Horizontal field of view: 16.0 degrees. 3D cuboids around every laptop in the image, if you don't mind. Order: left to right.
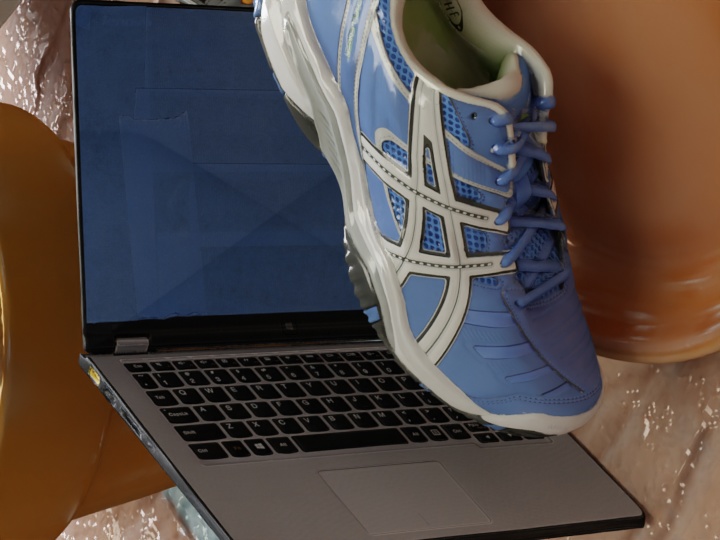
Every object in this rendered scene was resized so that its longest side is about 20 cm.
[{"bbox_3d":[0.000,0.000,0.957,0.200,0.186,0.117,46,127,42],"label":"laptop"}]

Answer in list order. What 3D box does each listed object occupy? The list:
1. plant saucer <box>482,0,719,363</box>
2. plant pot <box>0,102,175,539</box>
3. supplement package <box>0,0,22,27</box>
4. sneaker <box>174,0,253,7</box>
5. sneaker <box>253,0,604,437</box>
[{"bbox_3d":[0.086,-0.065,0.904,0.199,0.037,0.201,25,131,33],"label":"plant saucer"},{"bbox_3d":[-0.125,0.027,1.130,0.200,0.182,0.202,1,91,53],"label":"plant pot"},{"bbox_3d":[-0.252,-0.156,1.272,0.155,0.111,0.201,13,63,52],"label":"supplement package"},{"bbox_3d":[-0.041,-0.124,1.034,0.077,0.200,0.079,27,81,37],"label":"sneaker"},{"bbox_3d":[0.035,-0.031,0.890,0.077,0.076,0.201,-17,106,47],"label":"sneaker"}]
